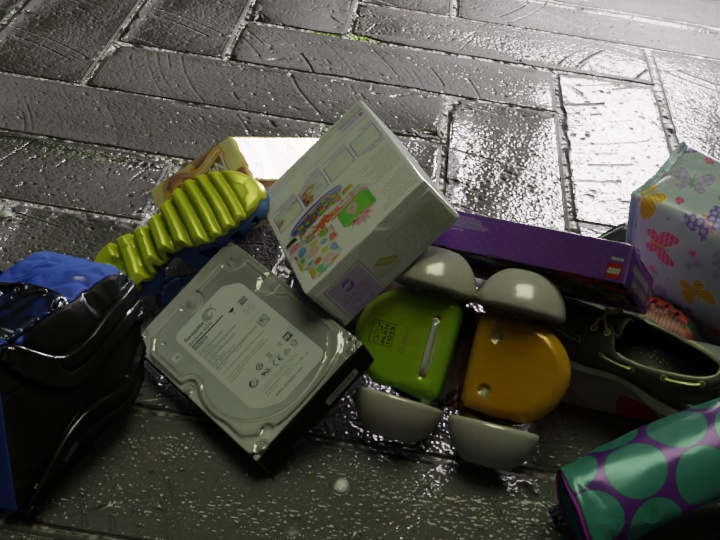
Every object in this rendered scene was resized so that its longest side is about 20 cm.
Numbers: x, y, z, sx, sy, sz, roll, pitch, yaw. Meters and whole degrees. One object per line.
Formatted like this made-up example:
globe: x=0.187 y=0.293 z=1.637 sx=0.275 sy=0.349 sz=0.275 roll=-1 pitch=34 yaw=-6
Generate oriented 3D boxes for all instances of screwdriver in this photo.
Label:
screwdriver: x=0.347 y=-0.065 z=1.488 sx=0.028 sy=0.199 sz=0.029 roll=63 pitch=20 yaw=7

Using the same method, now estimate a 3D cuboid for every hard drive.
hard drive: x=-0.101 y=0.073 z=1.175 sx=0.140 sy=0.038 sz=0.199 roll=-46 pitch=51 yaw=-10

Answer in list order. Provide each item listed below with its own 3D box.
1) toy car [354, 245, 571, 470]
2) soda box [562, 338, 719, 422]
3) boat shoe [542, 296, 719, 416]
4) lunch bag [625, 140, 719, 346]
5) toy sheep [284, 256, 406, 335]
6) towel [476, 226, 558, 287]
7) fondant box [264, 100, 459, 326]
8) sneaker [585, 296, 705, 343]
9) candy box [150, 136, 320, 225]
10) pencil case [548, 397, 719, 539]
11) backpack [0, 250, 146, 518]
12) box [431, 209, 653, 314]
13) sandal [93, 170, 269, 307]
toy car: x=0.094 y=0.081 z=1.196 sx=0.198 sy=0.177 sz=0.150 roll=14 pitch=-4 yaw=9
soda box: x=0.280 y=0.103 z=1.269 sx=0.197 sy=0.064 sz=0.068 roll=12 pitch=34 yaw=5
boat shoe: x=0.244 y=0.068 z=1.203 sx=0.200 sy=0.061 sz=0.072 roll=29 pitch=47 yaw=23
lunch bag: x=0.365 y=-0.006 z=1.340 sx=0.169 sy=0.201 sz=0.127 roll=31 pitch=56 yaw=30
toy sheep: x=0.000 y=0.000 z=1.310 sx=0.199 sy=0.140 sz=0.137 roll=3 pitch=19 yaw=45
towel: x=0.105 y=-0.030 z=1.437 sx=0.198 sy=0.031 sz=0.149 roll=13 pitch=27 yaw=35
fondant box: x=-0.008 y=-0.058 z=1.209 sx=0.058 sy=0.144 sz=0.200 roll=42 pitch=9 yaw=-30
sneaker: x=0.250 y=0.055 z=1.335 sx=0.199 sy=0.072 sz=0.098 roll=24 pitch=34 yaw=28
candy box: x=-0.118 y=-0.092 z=1.384 sx=0.199 sy=0.115 sz=0.056 roll=-9 pitch=71 yaw=-63
pencil case: x=0.260 y=0.173 z=1.085 sx=0.198 sy=0.093 sz=0.085 roll=-21 pitch=11 yaw=-10
backpack: x=-0.281 y=0.069 z=1.087 sx=0.166 sy=0.164 sz=0.200 roll=18 pitch=33 yaw=22
box: x=0.165 y=-0.009 z=1.212 sx=0.198 sy=0.040 sz=0.137 roll=13 pitch=-8 yaw=23
sandal: x=-0.169 y=-0.027 z=1.284 sx=0.087 sy=0.199 sz=0.080 roll=36 pitch=30 yaw=-51
